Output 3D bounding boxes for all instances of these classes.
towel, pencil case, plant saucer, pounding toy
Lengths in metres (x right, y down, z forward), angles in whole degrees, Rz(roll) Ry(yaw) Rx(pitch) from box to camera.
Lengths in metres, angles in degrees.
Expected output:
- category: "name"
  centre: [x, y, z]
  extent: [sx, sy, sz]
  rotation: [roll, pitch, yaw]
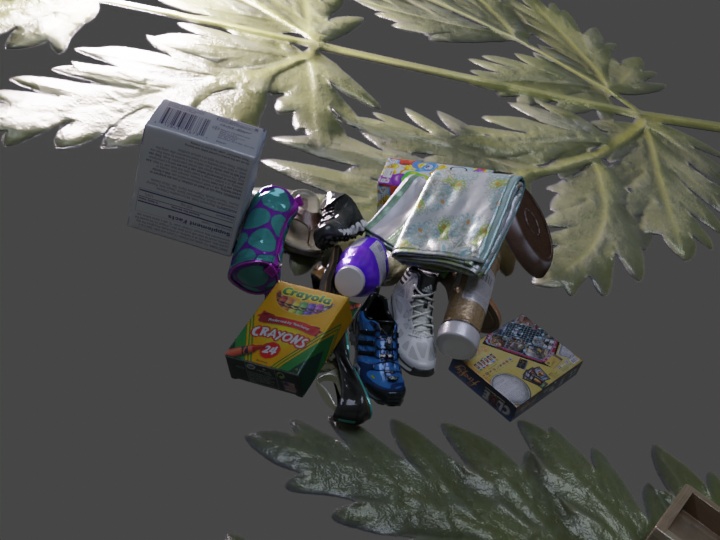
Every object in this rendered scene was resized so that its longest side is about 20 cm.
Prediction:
- category: "towel"
  centre: [0.159, -0.082, 1.755]
  extent: [0.170, 0.048, 0.201]
  rotation: [10, 57, 31]
- category: "pencil case"
  centre: [-0.155, -0.050, 1.778]
  extent: [0.091, 0.086, 0.201]
  rotation: [-10, 41, 18]
- category: "plant saucer"
  centre: [0.307, -0.084, 1.999]
  extent: [0.200, 0.032, 0.202]
  rotation: [41, 37, -40]
- category: "pounding toy"
  centre: [0.431, 0.412, 1.453]
  extent: [0.183, 0.143, 0.199]
  rotation: [36, 28, 20]
- category: "towel"
  centre: [0.112, -0.082, 1.828]
  extent: [0.199, 0.031, 0.150]
  rotation: [28, 74, 42]

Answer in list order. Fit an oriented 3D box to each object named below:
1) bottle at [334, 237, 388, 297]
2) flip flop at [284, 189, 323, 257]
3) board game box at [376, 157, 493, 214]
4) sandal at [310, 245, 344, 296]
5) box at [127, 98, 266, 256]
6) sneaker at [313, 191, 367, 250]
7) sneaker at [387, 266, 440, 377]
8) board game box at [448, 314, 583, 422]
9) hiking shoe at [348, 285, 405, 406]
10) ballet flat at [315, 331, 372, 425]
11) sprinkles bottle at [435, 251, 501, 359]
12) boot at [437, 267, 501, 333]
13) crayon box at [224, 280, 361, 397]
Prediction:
- category: "bottle"
  centre: [0.000, 0.000, 1.754]
  extent: [0.065, 0.084, 0.200]
  rotation: [-10, 9, 12]
- category: "flip flop"
  centre: [-0.097, -0.091, 1.898]
  extent: [0.080, 0.058, 0.201]
  rotation: [13, 37, -9]
- category: "board game box"
  centre: [0.136, -0.128, 1.975]
  extent: [0.198, 0.104, 0.105]
  rotation: [8, 35, 10]
- category: "sandal"
  centre: [-0.058, 0.029, 1.764]
  extent: [0.054, 0.082, 0.201]
  rotation: [-2, 39, 15]
- category: "box"
  centre: [-0.268, -0.152, 1.775]
  extent: [0.182, 0.201, 0.105]
  rotation: [17, 34, -3]
- category: "sneaker"
  centre: [-0.046, -0.090, 1.851]
  extent: [0.091, 0.066, 0.200]
  rotation: [66, 20, 0]
- category: "sneaker"
  centre: [0.089, 0.069, 1.729]
  extent: [0.075, 0.116, 0.201]
  rotation: [7, 38, -16]
- category: "board game box"
  centre: [0.255, 0.155, 1.764]
  extent: [0.135, 0.035, 0.199]
  rotation: [40, 41, 25]
- category: "hiking shoe"
  centre: [0.026, 0.119, 1.659]
  extent: [0.074, 0.087, 0.201]
  rotation: [3, 39, -22]
- category: "ballet flat"
  centre: [-0.038, 0.146, 1.616]
  extent: [0.068, 0.068, 0.201]
  rotation: [-5, 41, -15]
- category: "sprinkles bottle"
  centre: [0.176, 0.046, 1.740]
  extent: [0.068, 0.068, 0.201]
  rotation: [20, 53, 1]
- category: "boot"
  centre: [0.201, 0.019, 1.887]
  extent: [0.200, 0.074, 0.154]
  rotation: [44, 36, 22]
- category: "crayon box"
  centre: [-0.097, 0.088, 1.608]
  extent: [0.126, 0.051, 0.201]
  rotation: [11, 45, 24]
